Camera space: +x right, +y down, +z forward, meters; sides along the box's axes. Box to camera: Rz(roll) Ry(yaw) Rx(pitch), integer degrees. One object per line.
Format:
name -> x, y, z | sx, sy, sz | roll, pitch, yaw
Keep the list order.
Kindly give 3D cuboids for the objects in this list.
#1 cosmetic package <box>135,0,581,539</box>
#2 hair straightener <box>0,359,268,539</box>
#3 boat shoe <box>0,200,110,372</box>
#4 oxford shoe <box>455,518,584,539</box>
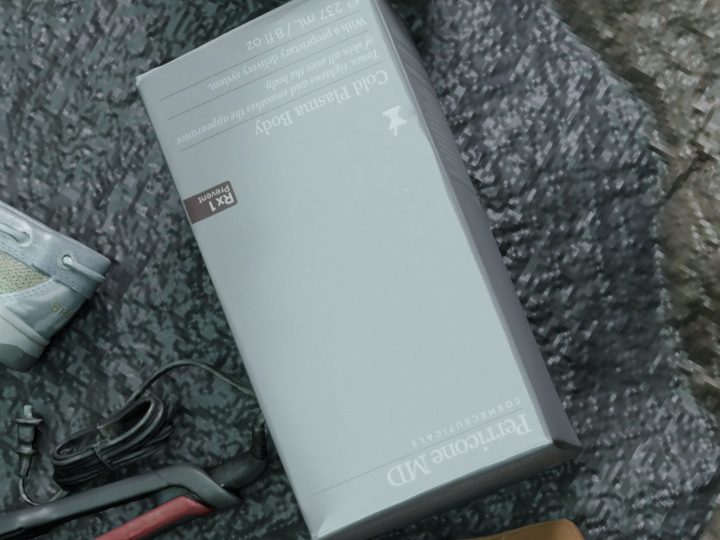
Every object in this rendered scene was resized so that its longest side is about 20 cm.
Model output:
cosmetic package -> 0.000, 0.000, 1.061 | 0.107, 0.090, 0.200 | -25, 76, 8
hair straightener -> -0.122, 0.088, 1.102 | 0.200, 0.041, 0.077 | -27, 79, 18
boat shoe -> -0.194, -0.045, 1.123 | 0.202, 0.074, 0.065 | 43, 90, 10
oxford shoe -> 0.003, 0.148, 1.067 | 0.199, 0.071, 0.071 | -17, 54, 13
